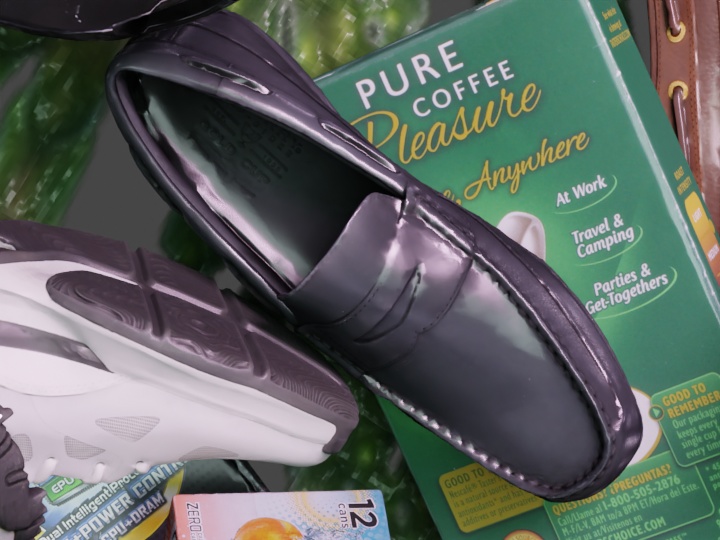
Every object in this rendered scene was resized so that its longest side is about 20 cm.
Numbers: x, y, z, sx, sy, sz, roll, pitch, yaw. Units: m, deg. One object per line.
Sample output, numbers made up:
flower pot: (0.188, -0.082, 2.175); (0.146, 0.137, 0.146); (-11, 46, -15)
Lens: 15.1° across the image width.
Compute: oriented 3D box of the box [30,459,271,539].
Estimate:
box: (-0.109, 0.130, 0.860); (0.200, 0.044, 0.160); (-37, 97, -11)

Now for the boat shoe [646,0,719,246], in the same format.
boat shoe: (0.120, -0.036, 0.909); (0.067, 0.072, 0.201); (5, 97, 20)

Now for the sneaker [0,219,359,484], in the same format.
sneaker: (-0.108, 0.048, 0.817); (0.200, 0.076, 0.116); (18, 106, -18)

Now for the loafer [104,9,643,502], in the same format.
loafer: (0.000, 0.000, 0.827); (0.201, 0.070, 0.068); (43, 113, 5)

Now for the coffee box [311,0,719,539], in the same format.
coffee box: (0.060, 0.013, 0.873); (0.123, 0.044, 0.200); (-24, 94, 23)

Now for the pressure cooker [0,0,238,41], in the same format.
pressure cooker: (-0.066, -0.175, 0.802); (0.178, 0.200, 0.176); (-29, 104, 22)

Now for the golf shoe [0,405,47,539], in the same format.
golf shoe: (-0.169, 0.079, 0.669); (0.200, 0.094, 0.078); (-18, 105, 30)

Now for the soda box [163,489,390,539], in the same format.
soda box: (-0.015, 0.159, 0.770); (0.068, 0.064, 0.200); (0, 50, -13)
